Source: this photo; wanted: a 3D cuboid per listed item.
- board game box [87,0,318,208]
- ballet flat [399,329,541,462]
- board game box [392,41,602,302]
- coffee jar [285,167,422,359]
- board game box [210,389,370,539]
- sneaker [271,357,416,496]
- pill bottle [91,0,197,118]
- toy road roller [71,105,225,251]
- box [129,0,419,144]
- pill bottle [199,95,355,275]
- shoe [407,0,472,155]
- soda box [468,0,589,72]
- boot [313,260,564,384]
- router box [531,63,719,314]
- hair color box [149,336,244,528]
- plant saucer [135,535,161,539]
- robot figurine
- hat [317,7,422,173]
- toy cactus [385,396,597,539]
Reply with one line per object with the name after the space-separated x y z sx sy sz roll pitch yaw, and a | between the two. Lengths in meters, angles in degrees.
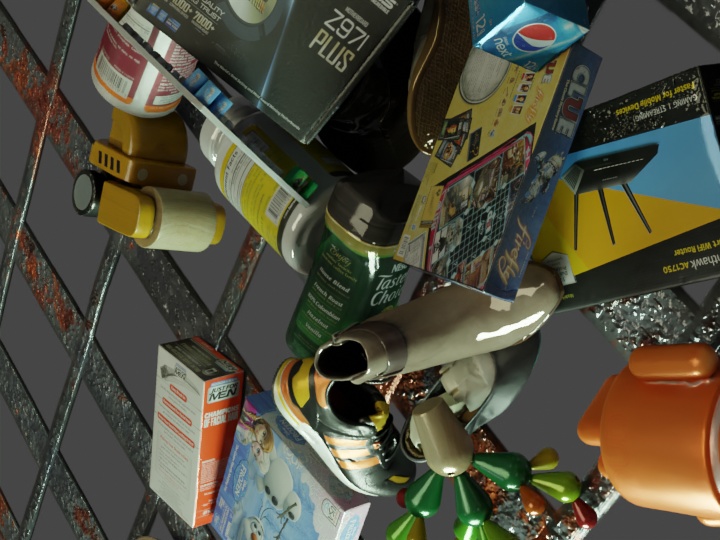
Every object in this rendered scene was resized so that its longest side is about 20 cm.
-0.141 -0.160 1.091 0.026 0.200 0.200 -47 55 1 | board game box
0.093 0.115 1.091 0.074 0.072 0.201 57 135 24 | ballet flat
0.107 -0.086 0.958 0.135 0.034 0.203 21 90 58 | board game box
0.000 0.000 1.150 0.085 0.103 0.202 38 126 29 | coffee jar
-0.086 0.279 1.362 0.199 0.043 0.203 41 127 35 | board game box
0.004 0.155 1.138 0.089 0.071 0.200 -10 133 45 | sneaker
-0.227 -0.284 1.353 0.115 0.113 0.201 57 135 25 | pill bottle
-0.249 -0.117 1.414 0.199 0.122 0.148 26 106 45 | toy road roller
-0.070 -0.240 1.023 0.199 0.086 0.164 38 117 -10 | box
-0.082 -0.095 1.222 0.200 0.110 0.113 45 130 35 | pill bottle
0.083 -0.201 1.053 0.054 0.069 0.203 -88 6 -63 | shoe
0.123 -0.262 0.921 0.064 0.067 0.203 -35 49 48 | soda box
0.057 0.052 0.990 0.199 0.145 0.071 -31 78 52 | boot
0.212 -0.058 0.921 0.199 0.051 0.152 -18 86 51 | router box
-0.205 0.199 1.471 0.110 0.063 0.203 29 121 44 | hair color box
-0.257 0.456 1.611 0.199 0.036 0.204 16 110 48 | plant saucer
0.256 0.122 0.863 0.198 0.115 0.147 -2 90 51 | robot figurine
-0.012 -0.178 1.143 0.199 0.080 0.204 16 111 47 | hat
0.100 0.187 1.063 0.198 0.102 0.167 -17 105 37 | toy cactus
